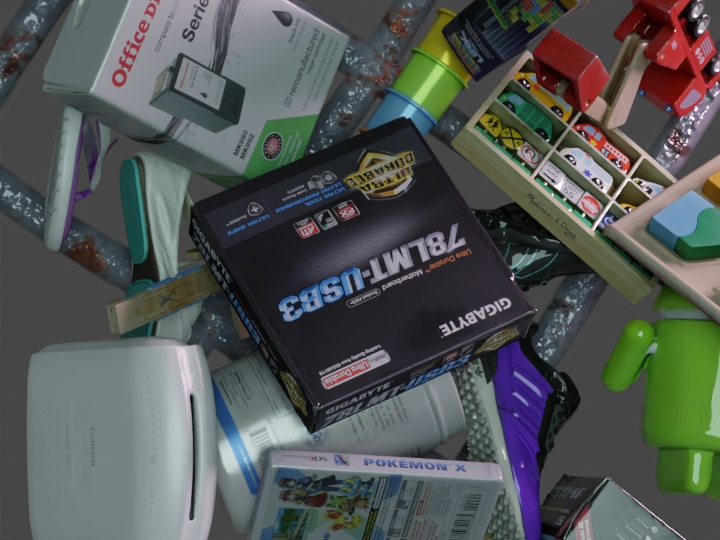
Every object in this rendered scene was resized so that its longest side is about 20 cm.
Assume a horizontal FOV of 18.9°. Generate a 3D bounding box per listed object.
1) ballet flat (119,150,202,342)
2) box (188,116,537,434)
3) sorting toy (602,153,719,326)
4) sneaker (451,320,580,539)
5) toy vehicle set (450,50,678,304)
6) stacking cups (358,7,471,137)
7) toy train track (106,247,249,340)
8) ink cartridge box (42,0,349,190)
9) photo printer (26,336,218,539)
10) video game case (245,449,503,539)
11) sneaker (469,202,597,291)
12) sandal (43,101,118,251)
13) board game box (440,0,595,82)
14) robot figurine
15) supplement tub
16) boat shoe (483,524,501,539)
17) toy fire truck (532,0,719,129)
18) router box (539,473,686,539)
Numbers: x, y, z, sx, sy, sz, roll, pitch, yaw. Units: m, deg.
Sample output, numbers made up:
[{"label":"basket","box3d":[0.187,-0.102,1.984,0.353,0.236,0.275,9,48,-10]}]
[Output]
[{"label":"ballet flat","box3d":[-0.156,0.004,1.740,0.069,0.069,0.201,-1,85,-6]},{"label":"box","box3d":[0.000,0.000,1.655,0.199,0.050,0.199,-23,64,-21]},{"label":"sorting toy","box3d":[0.319,-0.020,1.723,0.200,0.037,0.185,-28,57,-38]},{"label":"sneaker","box3d":[0.135,0.124,1.742,0.099,0.070,0.201,-6,71,-18]},{"label":"toy vehicle set","box3d":[0.179,-0.077,1.763,0.200,0.027,0.124,40,46,-3]},{"label":"stacking cups","box3d":[0.035,-0.115,1.770,0.060,0.061,0.200,33,86,-3]},{"label":"toy train track","box3d":[-0.134,0.009,1.703,0.200,0.032,0.115,-26,111,-50]},{"label":"ink cartridge box","box3d":[-0.128,-0.162,1.696,0.200,0.084,0.147,26,81,-35]},{"label":"photo printer","box3d":[-0.180,0.135,1.656,0.069,0.200,0.167,2,86,-38]},{"label":"video game case","box3d":[0.000,0.219,1.681,0.181,0.201,0.022,5,41,-12]},{"label":"sneaker","box3d":[0.111,-0.012,1.774,0.199,0.075,0.080,5,116,-13]},{"label":"sandal","box3d":[-0.216,-0.114,1.729,0.050,0.082,0.204,10,84,-11]},{"label":"board game box","box3d":[0.179,-0.243,1.709,0.200,0.165,0.057,-36,90,-30]},{"label":"robot figurine","box3d":[0.288,0.084,1.752,0.175,0.116,0.201,8,82,-13]},{"label":"supplement tub","box3d":[-0.032,0.111,1.707,0.199,0.132,0.132,-24,89,-8]},{"label":"boat shoe","box3d":[0.118,0.244,1.748,0.200,0.063,0.073,40,83,-2]},{"label":"toy fire truck","box3d":[0.218,-0.163,1.731,0.049,0.200,0.141,35,82,30]},{"label":"router box","box3d":[0.235,0.245,1.718,0.200,0.150,0.062,39,83,-2]}]
